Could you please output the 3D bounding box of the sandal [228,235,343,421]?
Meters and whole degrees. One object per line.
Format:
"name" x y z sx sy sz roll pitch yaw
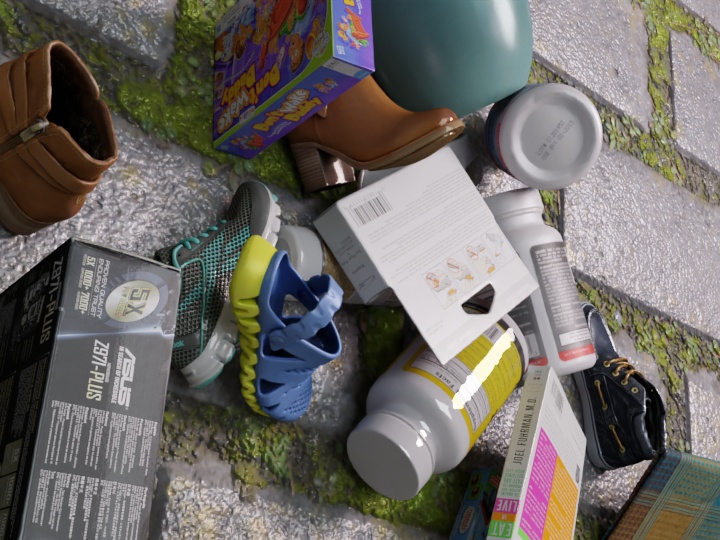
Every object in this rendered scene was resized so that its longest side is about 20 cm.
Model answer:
"sandal" -0.056 0.062 0.820 0.085 0.202 0.080 12 51 13

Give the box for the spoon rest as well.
"spoon rest" 0.067 -0.102 1.055 0.199 0.060 0.100 -39 100 -42

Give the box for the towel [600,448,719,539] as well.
"towel" 0.380 0.283 1.150 0.197 0.022 0.148 19 107 -33

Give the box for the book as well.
"book" 0.177 0.216 0.962 0.134 0.047 0.202 59 41 -40

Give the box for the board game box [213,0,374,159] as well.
"board game box" -0.066 -0.204 0.885 0.044 0.199 0.137 11 67 -35

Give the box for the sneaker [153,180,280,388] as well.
"sneaker" -0.133 -0.005 0.845 0.090 0.077 0.203 31 55 -23

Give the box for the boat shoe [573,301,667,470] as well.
"boat shoe" 0.305 0.129 1.153 0.070 0.090 0.204 1 74 -39

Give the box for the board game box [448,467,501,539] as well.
"board game box" 0.139 0.327 0.978 0.151 0.036 0.202 43 53 -21

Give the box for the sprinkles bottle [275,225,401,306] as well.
"sprinkles bottle" 0.000 0.000 0.957 0.197 0.068 0.070 6 70 -39

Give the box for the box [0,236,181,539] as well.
"box" -0.208 0.102 0.679 0.085 0.163 0.204 19 62 -33

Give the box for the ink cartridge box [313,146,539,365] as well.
"ink cartridge box" 0.070 -0.015 0.945 0.199 0.043 0.175 -30 87 -47

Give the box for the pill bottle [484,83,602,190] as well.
"pill bottle" 0.196 -0.153 1.091 0.110 0.108 0.200 57 5 -8

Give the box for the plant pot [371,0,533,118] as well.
"plant pot" 0.095 -0.253 1.052 0.200 0.198 0.163 -34 107 -42

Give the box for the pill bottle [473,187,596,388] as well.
"pill bottle" 0.177 0.020 1.067 0.114 0.115 0.204 -7 79 -41

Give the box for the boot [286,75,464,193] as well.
"boot" 0.001 -0.170 0.928 0.076 0.198 0.158 -14 92 -44

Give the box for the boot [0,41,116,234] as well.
"boot" -0.262 -0.129 0.711 0.076 0.154 0.203 -31 95 -41

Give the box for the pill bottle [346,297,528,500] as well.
"pill bottle" 0.074 0.123 0.946 0.200 0.111 0.112 -42 102 -40
